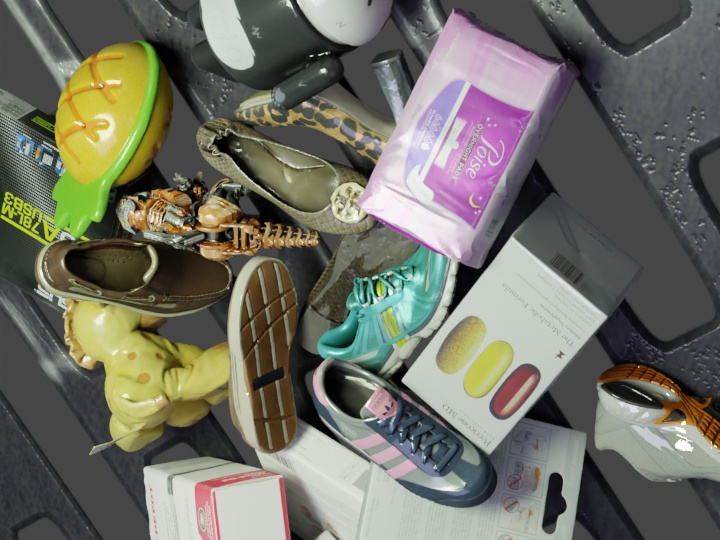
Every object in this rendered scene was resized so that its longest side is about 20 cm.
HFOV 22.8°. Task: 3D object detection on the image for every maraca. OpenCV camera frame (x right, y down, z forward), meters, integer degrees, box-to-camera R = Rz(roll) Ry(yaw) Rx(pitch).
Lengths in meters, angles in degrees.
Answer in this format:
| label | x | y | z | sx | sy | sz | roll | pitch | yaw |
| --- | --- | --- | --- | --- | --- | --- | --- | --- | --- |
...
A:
| label | x | y | z | sx | sy | sz | roll | pitch | yaw |
| --- | --- | --- | --- | --- | --- | --- | --- | --- | --- |
| maraca | -0.248 | -0.129 | 1.737 | 0.137 | 0.106 | 0.202 | 24 | 91 | 59 |

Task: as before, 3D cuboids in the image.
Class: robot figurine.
| label | x | y | z | sx | sy | sz | roll | pitch | yaw |
| --- | --- | --- | --- | --- | --- | --- | --- | --- | --- |
| robot figurine | -0.062 | -0.236 | 1.601 | 0.199 | 0.125 | 0.151 | -22 | 105 | 34 |

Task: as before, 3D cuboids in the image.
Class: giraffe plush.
| label | x | y | z | sx | sy | sz | roll | pitch | yaw |
| --- | --- | --- | --- | --- | --- | --- | --- | --- | --- |
| giraffe plush | -0.230 | 0.082 | 1.817 | 0.172 | 0.199 | 0.163 | -38 | 77 | 38 |

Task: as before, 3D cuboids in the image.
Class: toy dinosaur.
| label | x | y | z | sx | sy | sz | roll | pitch | yaw |
| --- | --- | --- | --- | --- | --- | --- | --- | --- | --- |
| toy dinosaur | -0.133 | -0.044 | 1.722 | 0.199 | 0.136 | 0.103 | 31 | 123 | 12 |

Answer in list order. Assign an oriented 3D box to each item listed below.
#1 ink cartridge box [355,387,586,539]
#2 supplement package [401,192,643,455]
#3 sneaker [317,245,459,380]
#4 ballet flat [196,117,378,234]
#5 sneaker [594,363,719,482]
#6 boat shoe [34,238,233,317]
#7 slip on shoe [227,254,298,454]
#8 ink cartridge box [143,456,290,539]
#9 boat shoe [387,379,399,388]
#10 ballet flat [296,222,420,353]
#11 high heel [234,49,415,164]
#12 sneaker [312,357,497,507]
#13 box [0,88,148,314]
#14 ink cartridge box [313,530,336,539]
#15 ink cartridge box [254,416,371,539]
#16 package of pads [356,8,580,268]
| label | x | y | z | sx | sy | sz | roll | pitch | yaw |
| --- | --- | --- | --- | --- | --- | --- | --- | --- | --- |
| ink cartridge box | 0.104 | 0.210 | 1.694 | 0.198 | 0.161 | 0.047 | 13 | 154 | -1 |
| supplement package | 0.146 | 0.051 | 1.632 | 0.114 | 0.109 | 0.201 | 39 | 126 | 6 |
| sneaker | 0.030 | 0.031 | 1.660 | 0.079 | 0.078 | 0.200 | 23 | 126 | -19 |
| ballet flat | -0.070 | -0.091 | 1.671 | 0.199 | 0.046 | 0.068 | 28 | 89 | 18 |
| sneaker | 0.303 | 0.163 | 1.633 | 0.199 | 0.076 | 0.093 | 27 | 131 | 24 |
| boat shoe | -0.208 | 0.004 | 1.727 | 0.075 | 0.201 | 0.076 | -19 | 73 | 60 |
| slip on shoe | -0.101 | 0.079 | 1.745 | 0.060 | 0.076 | 0.202 | 24 | 126 | 50 |
| ink cartridge box | -0.146 | 0.276 | 1.842 | 0.200 | 0.084 | 0.146 | 1 | 98 | 63 |
| boat shoe | 0.062 | 0.177 | 1.764 | 0.201 | 0.073 | 0.063 | 45 | 131 | 11 |
| ballet flat | 0.000 | 0.000 | 1.724 | 0.067 | 0.046 | 0.201 | 32 | 122 | -3 |
| high heel | -0.019 | -0.117 | 1.670 | 0.199 | 0.071 | 0.144 | -10 | 114 | 32 |
| sneaker | 0.035 | 0.148 | 1.640 | 0.199 | 0.070 | 0.082 | 28 | 158 | 22 |
| box | -0.331 | -0.064 | 1.875 | 0.199 | 0.047 | 0.194 | 30 | 122 | 13 |
| ink cartridge box | -0.034 | 0.348 | 1.859 | 0.116 | 0.067 | 0.200 | 44 | 148 | 2 |
| ink cartridge box | -0.017 | 0.242 | 1.822 | 0.199 | 0.045 | 0.177 | 30 | 151 | 33 |
| package of pads | 0.095 | -0.115 | 1.561 | 0.120 | 0.076 | 0.201 | 29 | 97 | 18 |
